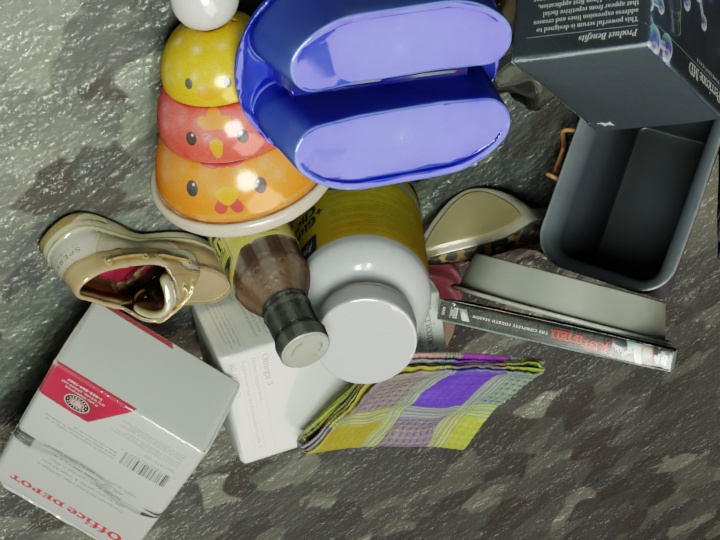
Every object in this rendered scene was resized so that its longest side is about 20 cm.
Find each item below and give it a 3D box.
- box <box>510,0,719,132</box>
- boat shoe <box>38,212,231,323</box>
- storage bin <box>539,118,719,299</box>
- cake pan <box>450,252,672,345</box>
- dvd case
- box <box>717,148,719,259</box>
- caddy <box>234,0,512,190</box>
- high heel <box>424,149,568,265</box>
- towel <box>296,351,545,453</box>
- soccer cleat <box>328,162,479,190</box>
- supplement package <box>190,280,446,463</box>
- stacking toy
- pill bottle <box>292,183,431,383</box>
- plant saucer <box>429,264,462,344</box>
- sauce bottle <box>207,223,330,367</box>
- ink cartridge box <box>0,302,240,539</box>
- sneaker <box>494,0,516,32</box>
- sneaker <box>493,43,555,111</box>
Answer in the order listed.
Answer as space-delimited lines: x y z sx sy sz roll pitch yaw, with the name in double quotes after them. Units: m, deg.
0.192 -0.222 1.317 0.106 0.202 0.148 -3 164 31 "box"
-0.175 0.010 1.493 0.199 0.069 0.074 12 130 -49 "boat shoe"
0.247 -0.072 1.642 0.201 0.145 0.134 -70 160 -9 "storage bin"
0.179 0.023 1.589 0.200 0.199 0.037 13 92 -49 "cake pan"
0.172 0.055 1.565 0.199 0.022 0.146 11 180 10 "dvd case"
0.349 -0.105 1.634 0.049 0.161 0.200 0 170 7 "box"
0.013 -0.140 1.268 0.199 0.105 0.142 -10 121 -15 "caddy"
0.133 -0.019 1.707 0.199 0.071 0.143 -28 145 -21 "high heel"
0.053 0.117 1.564 0.199 0.023 0.144 4 142 -41 "towel"
0.010 -0.097 1.463 0.199 0.081 0.068 -14 121 -36 "soccer cleat"
-0.035 0.066 1.599 0.199 0.117 0.118 -17 122 -11 "supplement package"
-0.102 -0.138 1.317 0.145 0.146 0.201 -23 131 -11 "stacking toy"
0.000 0.000 1.480 0.111 0.200 0.113 -1 123 -2 "pill bottle"
0.015 0.062 1.752 0.199 0.051 0.201 -21 149 -13 "plant saucer"
-0.078 -0.012 1.413 0.064 0.201 0.065 -16 141 -14 "sauce bottle"
-0.210 0.137 1.546 0.145 0.084 0.200 31 138 -6 "ink cartridge box"
0.103 -0.195 1.430 0.075 0.070 0.200 -35 166 -34 "sneaker"
0.169 -0.172 1.527 0.090 0.067 0.199 -28 166 33 "sneaker"
